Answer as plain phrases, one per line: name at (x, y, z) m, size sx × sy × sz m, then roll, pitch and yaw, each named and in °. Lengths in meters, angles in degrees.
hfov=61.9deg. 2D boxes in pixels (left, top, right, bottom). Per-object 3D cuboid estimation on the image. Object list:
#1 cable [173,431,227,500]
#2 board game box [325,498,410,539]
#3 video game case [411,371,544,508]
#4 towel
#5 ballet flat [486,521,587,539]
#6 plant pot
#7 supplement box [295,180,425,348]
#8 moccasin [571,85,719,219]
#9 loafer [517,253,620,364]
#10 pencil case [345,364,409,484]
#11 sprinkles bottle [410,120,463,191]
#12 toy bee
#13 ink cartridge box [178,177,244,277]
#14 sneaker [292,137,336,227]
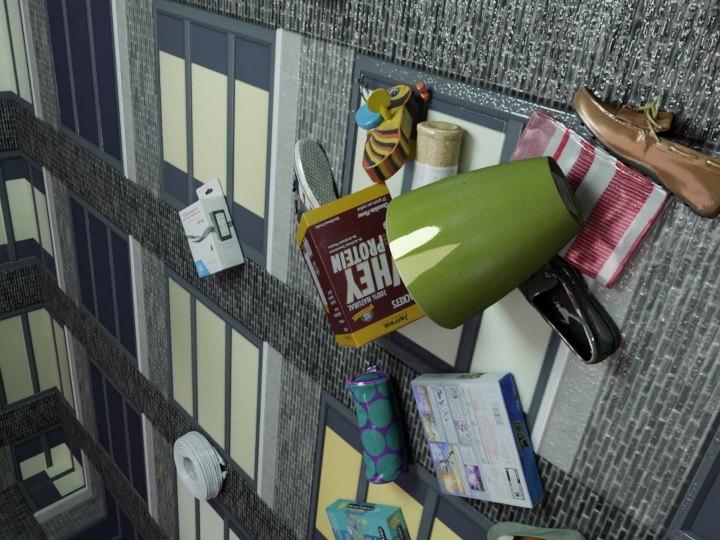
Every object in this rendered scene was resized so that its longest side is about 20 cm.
cable at (-0.477, 0.577, 1.766) m, size 0.200 × 0.069 × 0.202 m, roll 41°, pitch 131°, yaw 28°
board game box at (0.024, 0.563, 1.245) m, size 0.198 × 0.046 × 0.154 m, roll -17°, pitch 92°, yaw 48°
video game case at (0.183, 0.265, 0.963) m, size 0.180 × 0.045 × 0.204 m, roll -11°, pitch 96°, yaw 47°
towel at (0.265, -0.090, 0.753) m, size 0.200 × 0.023 × 0.146 m, roll 42°, pitch 128°, yaw 28°
ballet flat at (0.260, 0.432, 0.932) m, size 0.199 × 0.063 × 0.068 m, roll -27°, pitch 85°, yaw 48°
plant pot at (0.163, -0.053, 0.746) m, size 0.198 × 0.186 × 0.190 m, roll -28°, pitch 85°, yaw 29°
supplement box at (0.000, 0.000, 0.934) m, size 0.197 × 0.131 × 0.203 m, roll 146°, pitch 102°, yaw -78°
moccasin at (0.317, -0.142, 0.647) m, size 0.202 × 0.073 × 0.078 m, roll 47°, pitch 123°, yaw 28°
loafer at (0.255, 0.033, 0.785) m, size 0.201 × 0.062 × 0.072 m, roll 52°, pitch 133°, yaw 19°
pencil case at (0.030, 0.285, 1.104) m, size 0.091 × 0.085 × 0.204 m, roll -6°, pitch 100°, yaw 31°
sprinkles bottle at (0.105, -0.112, 0.885) m, size 0.068 × 0.068 × 0.204 m, roll 25°, pitch 122°, yaw 38°
toy bee at (0.047, -0.229, 0.872) m, size 0.107 × 0.130 × 0.204 m, roll -18°, pitch 73°, yaw 21°
ink cartridge box at (-0.347, -0.096, 1.372) m, size 0.115 × 0.067 × 0.204 m, roll -15°, pitch 94°, yaw 48°
sneaker at (-0.087, -0.129, 1.075) m, size 0.079 × 0.078 × 0.203 m, roll -17°, pitch 94°, yaw 42°
